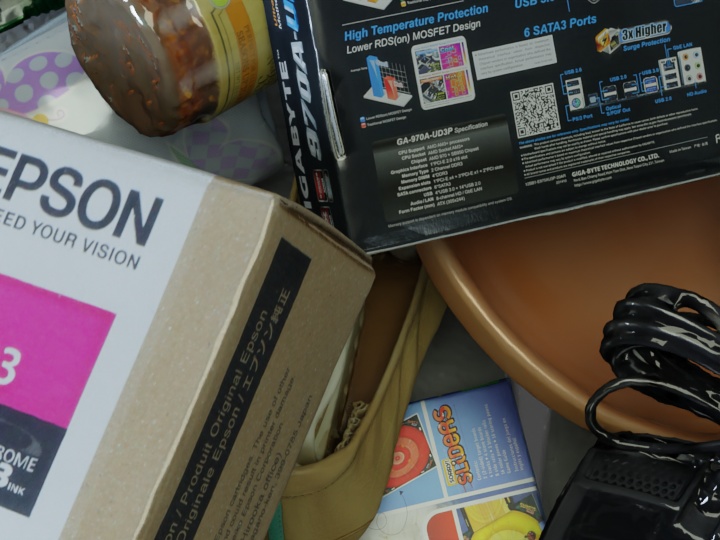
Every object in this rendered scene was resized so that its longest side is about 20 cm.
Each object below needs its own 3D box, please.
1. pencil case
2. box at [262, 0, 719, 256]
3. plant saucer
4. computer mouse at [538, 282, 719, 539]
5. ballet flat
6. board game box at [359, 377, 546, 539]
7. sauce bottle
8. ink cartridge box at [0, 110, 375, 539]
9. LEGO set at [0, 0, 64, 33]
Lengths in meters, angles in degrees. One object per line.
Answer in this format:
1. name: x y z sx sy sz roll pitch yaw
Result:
1. pencil case: -0.126 -0.036 0.904 0.199 0.091 0.083 -27 36 -5
2. box: 0.068 -0.102 0.818 0.199 0.046 0.160 -13 98 -17
3. plant saucer: 0.097 -0.024 0.897 0.199 0.037 0.201 13 57 -21
4. computer mouse: 0.097 0.112 0.827 0.138 0.053 0.200 36 110 9
5. ballet flat: 0.000 0.000 0.888 0.068 0.063 0.201 4 61 13
6. board game box: 0.010 0.149 0.889 0.135 0.034 0.201 -12 76 -4
7. sauce bottle: -0.003 -0.113 0.864 0.200 0.066 0.066 -33 78 -26
8. ink cartridge box: -0.120 0.036 0.778 0.199 0.075 0.165 17 81 28
9. LEGO set: -0.185 -0.124 0.893 0.199 0.154 0.116 -26 88 6
